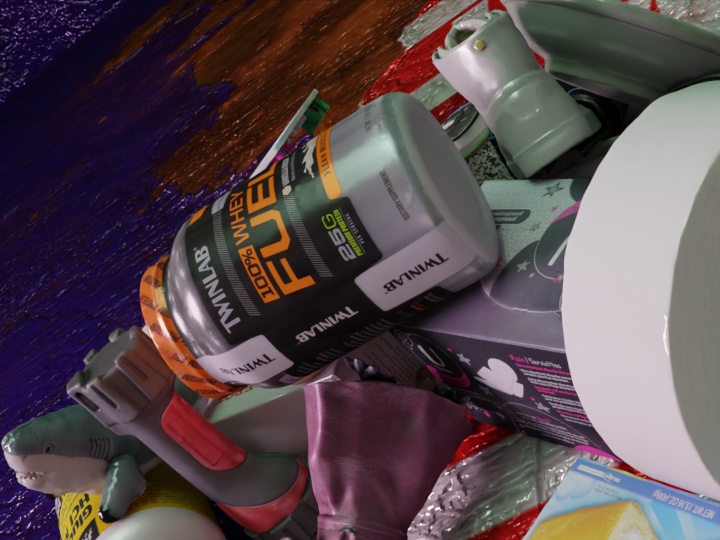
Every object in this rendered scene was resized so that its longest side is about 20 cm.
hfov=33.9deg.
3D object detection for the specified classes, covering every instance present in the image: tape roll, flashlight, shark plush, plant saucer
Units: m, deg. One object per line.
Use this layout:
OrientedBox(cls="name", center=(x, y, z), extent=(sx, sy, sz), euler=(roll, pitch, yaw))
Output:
OrientedBox(cls="tape roll", center=(0.193, 0.011, 0.554), extent=(0.203, 0.202, 0.071), euler=(-52, 27, -16))
OrientedBox(cls="flashlight", center=(-0.103, 0.117, 0.816), extent=(0.068, 0.200, 0.068), euler=(-18, 35, 39))
OrientedBox(cls="shark plush", center=(-0.155, 0.098, 0.844), extent=(0.200, 0.084, 0.091), euler=(-31, 25, -24))
OrientedBox(cls="plant saucer", center=(0.188, -0.149, 0.839), extent=(0.200, 0.199, 0.050), euler=(33, 105, 63))

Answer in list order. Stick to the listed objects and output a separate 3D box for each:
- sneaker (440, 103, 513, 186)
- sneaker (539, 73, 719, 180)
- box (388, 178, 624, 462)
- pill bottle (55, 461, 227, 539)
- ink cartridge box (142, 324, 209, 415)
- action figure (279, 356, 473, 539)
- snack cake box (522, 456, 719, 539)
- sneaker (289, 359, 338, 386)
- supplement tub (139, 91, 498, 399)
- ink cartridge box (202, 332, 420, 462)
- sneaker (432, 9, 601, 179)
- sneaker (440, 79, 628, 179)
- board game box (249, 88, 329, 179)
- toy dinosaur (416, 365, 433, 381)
OrientedBox(cls="sneaker", center=(0.056, -0.056, 0.980), extent=(0.077, 0.089, 0.200), euler=(-44, 7, -33))
OrientedBox(cls="sneaker", center=(0.197, -0.057, 0.798), extent=(0.200, 0.074, 0.089), euler=(-33, 28, 47))
OrientedBox(cls="box", center=(0.131, 0.024, 0.716), extent=(0.132, 0.115, 0.200), euler=(-53, 28, -18))
OrientedBox(cls="pill bottle", center=(-0.156, 0.205, 0.861), extent=(0.112, 0.112, 0.200), euler=(-45, 26, -3))
OrientedBox(cls="ink cartridge box", center=(-0.173, 0.123, 1.060), extent=(0.117, 0.068, 0.200), euler=(-51, 25, -13))
OrientedBox(cls="action figure", center=(-0.006, 0.160, 0.726), extent=(0.149, 0.133, 0.201), euler=(100, -176, -80))
OrientedBox(cls="snack cake box", center=(0.149, 0.169, 0.531), extent=(0.115, 0.067, 0.200), euler=(-51, 27, -16))
OrientedBox(cls="sneaker", center=(0.000, 0.000, 0.841), extent=(0.070, 0.109, 0.201), euler=(25, 78, 16))
OrientedBox(cls="supplement tub", center=(-0.027, -0.008, 0.713), extent=(0.200, 0.123, 0.123), euler=(-31, 29, 19))
OrientedBox(cls="ink cartridge box", center=(-0.026, 0.054, 0.931), extent=(0.145, 0.084, 0.200), euler=(-24, 32, 34))
OrientedBox(cls="sneaker", center=(0.107, -0.126, 0.819), extent=(0.074, 0.116, 0.200), euler=(-35, -1, 7))
OrientedBox(cls="sneaker", center=(0.127, -0.106, 0.969), extent=(0.200, 0.070, 0.078), euler=(-27, 26, 31))
OrientedBox(cls="board game box", center=(-0.105, -0.066, 1.122), extent=(0.200, 0.026, 0.200), euler=(-51, 7, 22))
OrientedBox(cls="toy dinosaur", center=(0.073, -0.009, 0.826), extent=(0.058, 0.201, 0.101), euler=(16, 38, 25))
